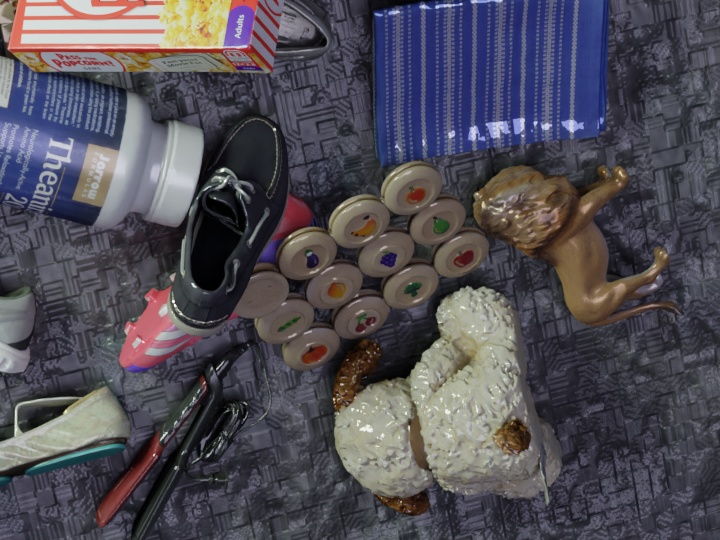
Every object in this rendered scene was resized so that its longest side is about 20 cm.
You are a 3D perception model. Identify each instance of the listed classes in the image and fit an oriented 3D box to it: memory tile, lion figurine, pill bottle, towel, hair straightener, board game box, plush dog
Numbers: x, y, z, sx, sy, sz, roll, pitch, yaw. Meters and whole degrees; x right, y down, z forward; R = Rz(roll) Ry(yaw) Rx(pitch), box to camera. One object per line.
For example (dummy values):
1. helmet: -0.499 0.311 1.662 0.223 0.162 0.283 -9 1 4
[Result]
1. memory tile: 0.000 0.000 1.624 0.200 0.017 0.153 -33 139 5
2. lion figurine: 0.186 -0.013 1.682 0.122 0.072 0.200 -35 106 -9
3. pill bottle: -0.228 -0.096 1.544 0.200 0.111 0.111 14 100 -16
4. towel: 0.108 -0.160 1.633 0.200 0.024 0.145 -9 124 -11
5. hair straightener: -0.137 0.148 1.672 0.077 0.041 0.200 35 90 -19
6. board game box: -0.151 -0.223 1.473 0.200 0.046 0.152 2 72 22
7. plush dog: 0.063 0.135 1.667 0.172 0.160 0.200 -14 108 15

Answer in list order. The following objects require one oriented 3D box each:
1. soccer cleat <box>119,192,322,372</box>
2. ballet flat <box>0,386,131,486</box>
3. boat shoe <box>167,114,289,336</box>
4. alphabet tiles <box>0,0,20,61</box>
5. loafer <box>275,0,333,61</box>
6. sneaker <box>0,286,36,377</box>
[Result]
1. soccer cleat: -0.112 0.018 1.628 0.200 0.067 0.076 -47 113 -1
2. ballet flat: -0.288 0.145 1.628 0.200 0.067 0.062 -17 79 -12
3. boat shoe: -0.097 -0.045 1.551 0.073 0.063 0.200 19 61 -2
4. alphabet tiles: -0.211 -0.272 1.560 0.167 0.008 0.200 -10 106 -10
5. loafer: -0.115 -0.210 1.557 0.200 0.070 0.070 12 101 -16
6. sneaker: -0.351 0.022 1.573 0.200 0.074 0.079 17 90 -23
